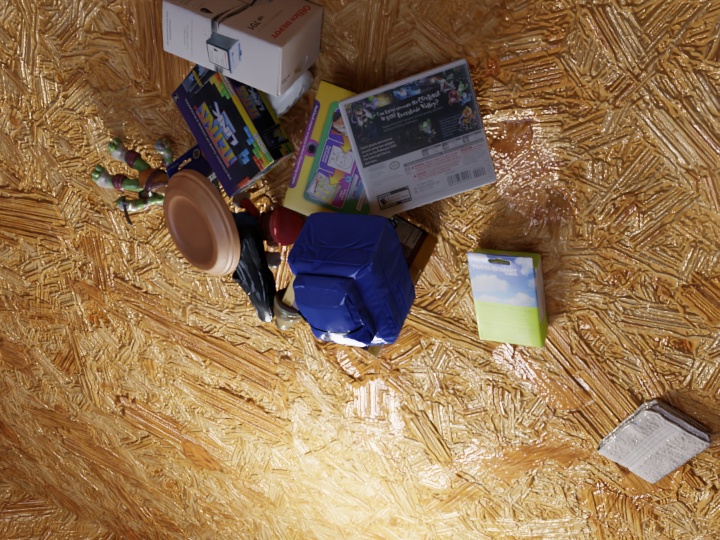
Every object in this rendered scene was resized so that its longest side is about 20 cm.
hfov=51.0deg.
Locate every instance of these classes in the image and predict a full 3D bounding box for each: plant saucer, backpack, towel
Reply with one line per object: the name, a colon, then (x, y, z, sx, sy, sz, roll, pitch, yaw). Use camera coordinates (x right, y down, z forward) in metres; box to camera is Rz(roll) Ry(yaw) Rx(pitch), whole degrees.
plant saucer: (-0.293, -0.079, 1.354, 0.198, 0.037, 0.204, 28, 133, 33)
backpack: (-0.015, 0.031, 1.150, 0.159, 0.170, 0.202, 11, 148, 30)
towel: (0.543, 0.322, 1.400, 0.131, 0.035, 0.202, 30, 138, 5)

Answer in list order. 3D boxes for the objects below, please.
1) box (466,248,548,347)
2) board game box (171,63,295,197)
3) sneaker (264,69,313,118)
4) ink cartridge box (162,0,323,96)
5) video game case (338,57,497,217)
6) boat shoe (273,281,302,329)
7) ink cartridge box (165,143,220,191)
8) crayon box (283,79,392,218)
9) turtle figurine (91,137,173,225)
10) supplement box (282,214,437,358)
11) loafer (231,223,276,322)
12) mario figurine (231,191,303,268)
box: (0.255, 0.040, 1.305, 0.119, 0.048, 0.203, 6, 131, 27)
board game box: (-0.213, -0.244, 1.239, 0.164, 0.056, 0.203, -26, 95, 49)
sneaker: (-0.156, -0.285, 1.244, 0.198, 0.076, 0.081, -27, 103, 43)
ink cartridge box: (-0.173, -0.359, 1.124, 0.196, 0.147, 0.087, 22, 136, 11)
video game case: (0.085, -0.191, 1.114, 0.195, 0.023, 0.186, -16, 106, 8)
boat shoe: (-0.133, 0.078, 1.422, 0.071, 0.200, 0.077, 29, 98, 1)
ink cartridge box: (-0.311, -0.134, 1.458, 0.036, 0.095, 0.203, 18, 137, 29)
crayon box: (-0.010, -0.169, 1.178, 0.169, 0.058, 0.204, 20, 102, 2)
turtle figurine: (-0.429, -0.191, 1.445, 0.190, 0.199, 0.147, 21, 107, 20)
supplement box: (0.000, 0.000, 1.323, 0.197, 0.133, 0.200, 29, 120, 4)
loafer: (-0.204, 0.007, 1.404, 0.068, 0.069, 0.205, -5, 121, 13)
mario figurine: (-0.201, -0.078, 1.445, 0.194, 0.107, 0.126, 1, 128, 9)
